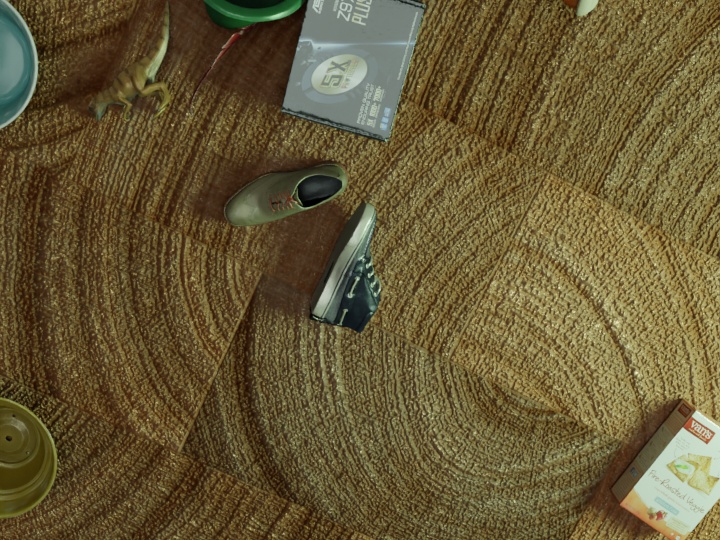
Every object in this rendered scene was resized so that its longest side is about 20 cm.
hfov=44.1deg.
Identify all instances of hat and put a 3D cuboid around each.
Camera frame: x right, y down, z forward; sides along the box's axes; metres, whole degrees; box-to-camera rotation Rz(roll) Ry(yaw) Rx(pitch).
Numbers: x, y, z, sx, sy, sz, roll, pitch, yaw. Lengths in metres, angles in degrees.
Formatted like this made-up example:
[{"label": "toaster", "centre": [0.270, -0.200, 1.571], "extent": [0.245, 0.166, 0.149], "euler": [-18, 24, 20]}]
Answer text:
[{"label": "hat", "centre": [-0.182, -0.368, 1.288], "extent": [0.198, 0.176, 0.167], "euler": [-22, 72, -25]}]

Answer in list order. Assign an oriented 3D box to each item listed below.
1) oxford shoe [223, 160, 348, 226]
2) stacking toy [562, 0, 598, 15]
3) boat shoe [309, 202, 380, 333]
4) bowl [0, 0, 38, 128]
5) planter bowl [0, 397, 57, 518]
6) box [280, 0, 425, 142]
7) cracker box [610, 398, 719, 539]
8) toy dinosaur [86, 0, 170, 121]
[{"label": "oxford shoe", "centre": [-0.114, -0.113, 1.324], "extent": [0.198, 0.075, 0.071], "euler": [-22, 104, 4]}, {"label": "stacking toy", "centre": [0.258, -0.457, 1.245], "extent": [0.198, 0.146, 0.148], "euler": [23, 102, 9]}, {"label": "boat shoe", "centre": [0.000, 0.000, 1.364], "extent": [0.092, 0.075, 0.202], "euler": [22, 109, -14]}, {"label": "bowl", "centre": [-0.538, -0.298, 1.251], "extent": [0.198, 0.105, 0.204], "euler": [-1, 104, -2]}, {"label": "planter bowl", "centre": [-0.564, 0.278, 1.398], "extent": [0.197, 0.084, 0.203], "euler": [0, 103, -1]}, {"label": "box", "centre": [-0.012, -0.305, 1.277], "extent": [0.162, 0.086, 0.203], "euler": [16, 103, -5]}, {"label": "cracker box", "centre": [0.527, 0.331, 1.461], "extent": [0.133, 0.058, 0.201], "euler": [33, 99, -10]}, {"label": "toy dinosaur", "centre": [-0.315, -0.280, 1.286], "extent": [0.200, 0.060, 0.106], "euler": [-43, 100, 8]}]
